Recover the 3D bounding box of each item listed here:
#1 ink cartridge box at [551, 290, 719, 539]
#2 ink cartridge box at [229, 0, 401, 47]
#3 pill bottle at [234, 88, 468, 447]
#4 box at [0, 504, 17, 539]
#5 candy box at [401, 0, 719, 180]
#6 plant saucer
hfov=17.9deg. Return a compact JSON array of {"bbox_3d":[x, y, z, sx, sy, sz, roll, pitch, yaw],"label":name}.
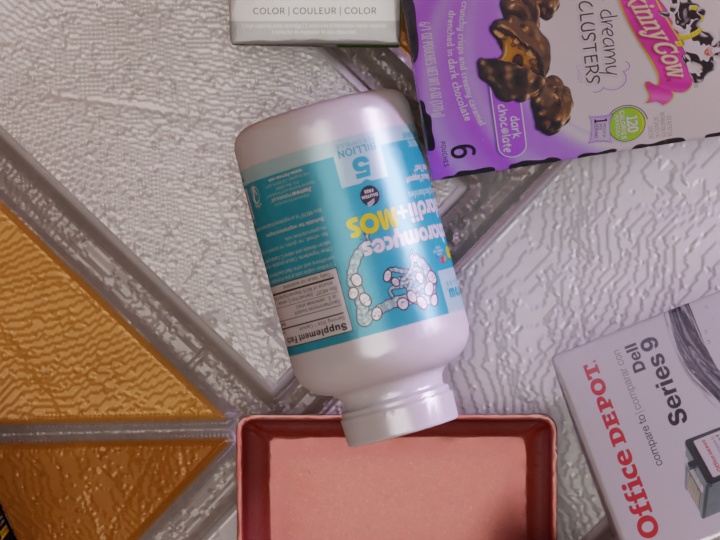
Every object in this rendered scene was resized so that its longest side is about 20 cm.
[{"bbox_3d":[0.231,0.091,1.365,0.199,0.084,0.147,-22,67,4],"label":"ink cartridge box"},{"bbox_3d":[-0.026,-0.236,1.379,0.103,0.059,0.201,1,96,2],"label":"ink cartridge box"},{"bbox_3d":[0.000,0.000,1.369,0.110,0.111,0.201,-15,90,4],"label":"pill bottle"},{"bbox_3d":[-0.257,0.147,1.357,0.049,0.200,0.161,-21,95,3],"label":"box"},{"bbox_3d":[0.125,-0.151,1.337,0.199,0.072,0.168,-9,131,4],"label":"candy box"},{"bbox_3d":[0.023,0.186,1.433,0.199,0.037,0.201,0,96,3],"label":"plant saucer"}]
